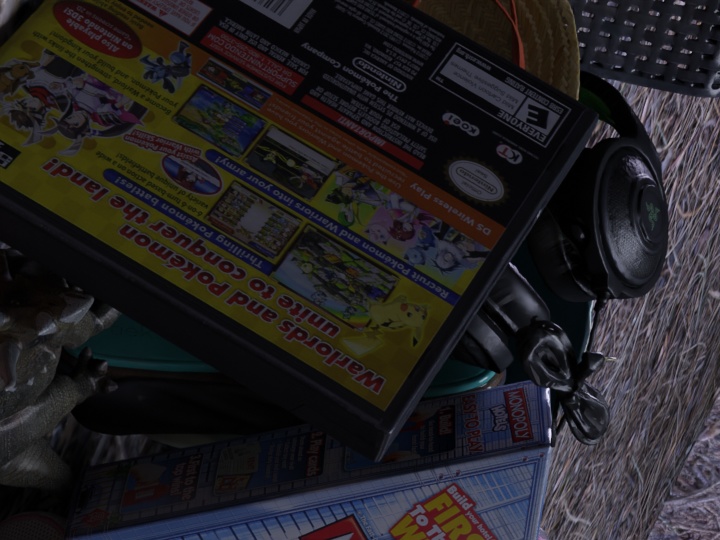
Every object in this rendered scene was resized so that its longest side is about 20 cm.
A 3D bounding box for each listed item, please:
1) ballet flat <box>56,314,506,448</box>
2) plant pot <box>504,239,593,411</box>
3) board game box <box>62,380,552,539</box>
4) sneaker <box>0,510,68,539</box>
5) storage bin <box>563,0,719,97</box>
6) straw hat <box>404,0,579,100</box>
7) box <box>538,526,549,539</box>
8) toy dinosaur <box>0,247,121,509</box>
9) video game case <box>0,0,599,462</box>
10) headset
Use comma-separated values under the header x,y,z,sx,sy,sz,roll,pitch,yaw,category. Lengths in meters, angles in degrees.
x,y,z,sx,sy,sz,roll,pitch,yaw,category
-0.038,0.051,0.974,0.073,0.199,0.073,-177,-90,-88,ballet flat
0.000,0.000,1.074,0.135,0.199,0.201,-117,-134,-73,plant pot
0.012,0.137,0.939,0.200,0.199,0.062,60,15,-22,board game box
-0.170,0.160,0.873,0.200,0.081,0.088,-56,146,-42,sneaker
0.082,-0.163,0.999,0.135,0.199,0.094,-85,-173,-60,storage bin
-0.011,-0.063,0.921,0.202,0.200,0.085,-61,175,-21,straw hat
0.000,0.195,1.174,0.200,0.132,0.115,-51,-155,9,box
-0.138,0.036,0.867,0.102,0.077,0.200,-35,164,-35,toy dinosaur
-0.036,-0.046,0.824,0.181,0.200,0.026,-54,171,-38,video game case
0.066,-0.012,0.905,0.094,0.123,0.200,48,19,-42,headset
